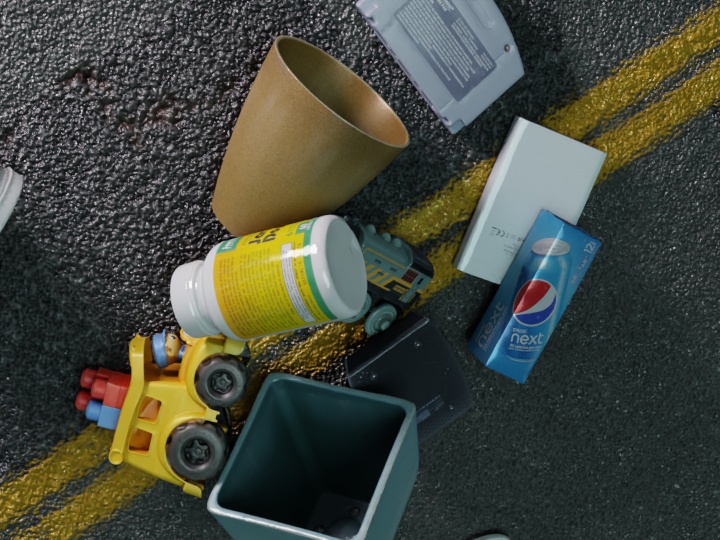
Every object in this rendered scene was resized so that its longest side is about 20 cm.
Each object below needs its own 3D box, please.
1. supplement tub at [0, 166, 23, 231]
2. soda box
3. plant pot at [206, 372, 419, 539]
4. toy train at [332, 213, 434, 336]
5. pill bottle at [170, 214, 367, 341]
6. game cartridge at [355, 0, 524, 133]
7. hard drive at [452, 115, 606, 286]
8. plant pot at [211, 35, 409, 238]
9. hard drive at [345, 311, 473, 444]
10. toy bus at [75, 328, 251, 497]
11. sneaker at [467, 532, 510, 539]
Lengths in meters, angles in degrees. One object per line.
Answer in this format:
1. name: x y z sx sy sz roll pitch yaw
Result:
1. supplement tub: -0.469 -0.100 1.442 0.199 0.140 0.141 34 95 -23
2. soda box: 0.214 0.032 1.710 0.064 0.068 0.202 24 99 -23
3. plant pot: -0.037 0.273 1.646 0.201 0.194 0.197 73 34 -48
4. toy train: 0.000 0.000 1.628 0.114 0.085 0.199 -50 139 10
5. pill bottle: -0.103 0.014 1.508 0.198 0.113 0.114 -13 115 23
6. game cartridge: 0.101 -0.278 1.623 0.133 0.041 0.200 -39 114 1
7. hard drive: 0.211 -0.077 1.726 0.131 0.027 0.202 19 101 -22
8. plant pot: -0.075 -0.125 1.551 0.185 0.187 0.201 30 111 -23
9. hard drive: 0.058 0.140 1.702 0.134 0.042 0.201 -35 139 -4
10. toy bus: -0.231 0.137 1.612 0.190 0.136 0.202 18 100 -5
11. sneaker: 0.131 0.428 1.810 0.199 0.121 0.084 -32 114 -6
